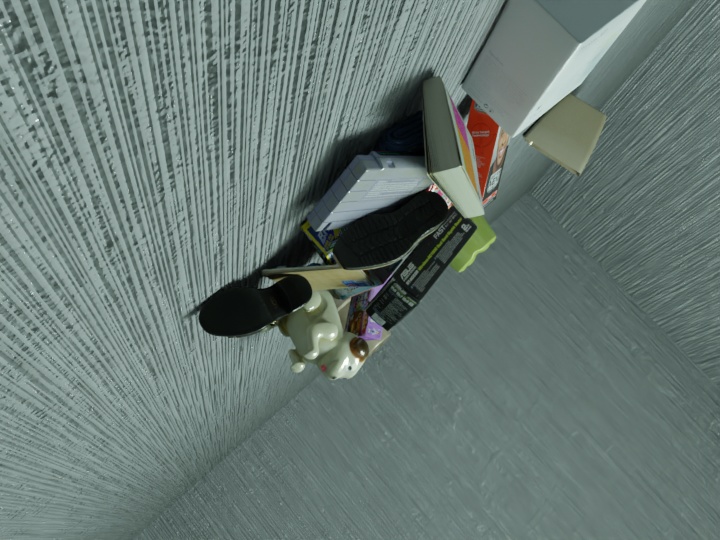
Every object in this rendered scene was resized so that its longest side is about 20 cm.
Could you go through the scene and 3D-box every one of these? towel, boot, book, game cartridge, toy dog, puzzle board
[{"bbox_3d":[0.045,-0.151,0.912,0.111,0.049,0.200,-36,168,-34],"label":"towel"},{"bbox_3d":[0.035,-0.032,0.905,0.198,0.078,0.139,-24,166,-26],"label":"boot"},{"bbox_3d":[0.138,-0.170,0.848,0.047,0.136,0.200,-10,164,21],"label":"book"},{"bbox_3d":[0.028,-0.114,0.835,0.199,0.039,0.130,-13,149,-51],"label":"game cartridge"},{"bbox_3d":[-0.078,0.134,1.186,0.140,0.200,0.193,-47,169,31],"label":"toy dog"},{"bbox_3d":[-0.178,0.077,0.927,0.198,0.070,0.174,-15,168,-36],"label":"boot"},{"bbox_3d":[-0.063,0.010,0.983,0.148,0.018,0.200,-5,170,9],"label":"puzzle board"}]

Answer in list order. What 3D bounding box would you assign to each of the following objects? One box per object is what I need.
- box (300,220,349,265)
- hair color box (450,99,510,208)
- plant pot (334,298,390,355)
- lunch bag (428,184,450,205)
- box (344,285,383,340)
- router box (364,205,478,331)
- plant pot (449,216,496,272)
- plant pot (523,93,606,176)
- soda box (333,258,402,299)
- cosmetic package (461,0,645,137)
[{"bbox_3d":[-0.040,-0.048,0.964,0.070,0.064,0.200,-42,171,-4],"label":"box"},{"bbox_3d":[0.223,-0.216,1.054,0.101,0.061,0.203,-37,141,-52],"label":"hair color box"},{"bbox_3d":[-0.015,0.145,1.579,0.200,0.174,0.200,-42,170,-9],"label":"plant pot"},{"bbox_3d":[0.130,-0.164,1.079,0.200,0.081,0.178,-31,148,-59],"label":"lunch bag"},{"bbox_3d":[0.020,0.048,1.264,0.137,0.039,0.203,159,-55,-67],"label":"box"},{"bbox_3d":[0.105,-0.003,1.029,0.200,0.062,0.150,-49,178,-30],"label":"router box"},{"bbox_3d":[0.210,-0.103,1.374,0.199,0.190,0.200,-40,170,-8],"label":"plant pot"},{"bbox_3d":[0.638,-0.420,1.798,0.178,0.199,0.199,-56,167,16],"label":"plant pot"},{"bbox_3d":[0.000,0.000,1.155,0.069,0.064,0.199,-49,-169,-24],"label":"soda box"},{"bbox_3d":[0.284,-0.339,0.865,0.199,0.123,0.201,-39,168,-25],"label":"cosmetic package"}]
